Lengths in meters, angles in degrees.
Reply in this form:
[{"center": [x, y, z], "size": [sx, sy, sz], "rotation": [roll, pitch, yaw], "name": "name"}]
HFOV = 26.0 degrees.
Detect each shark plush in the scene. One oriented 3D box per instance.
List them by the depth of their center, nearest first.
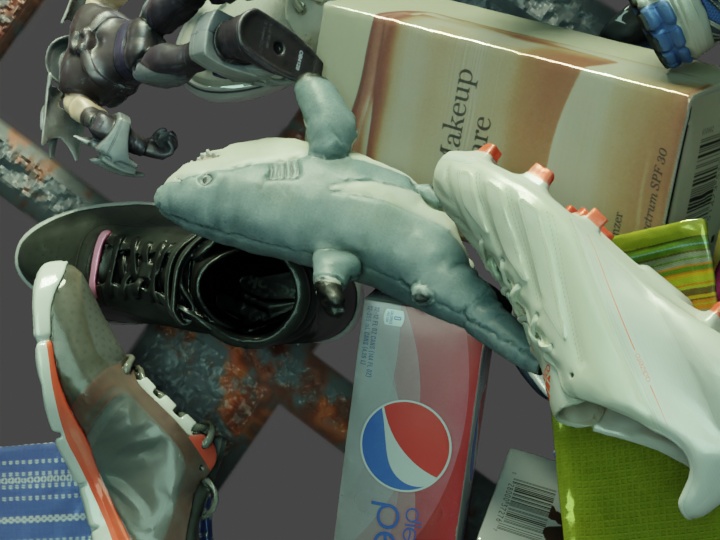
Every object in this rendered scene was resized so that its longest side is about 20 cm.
[{"center": [0.000, 0.000, 0.731], "size": [0.200, 0.091, 0.083], "rotation": [41, 48, 15], "name": "shark plush"}]

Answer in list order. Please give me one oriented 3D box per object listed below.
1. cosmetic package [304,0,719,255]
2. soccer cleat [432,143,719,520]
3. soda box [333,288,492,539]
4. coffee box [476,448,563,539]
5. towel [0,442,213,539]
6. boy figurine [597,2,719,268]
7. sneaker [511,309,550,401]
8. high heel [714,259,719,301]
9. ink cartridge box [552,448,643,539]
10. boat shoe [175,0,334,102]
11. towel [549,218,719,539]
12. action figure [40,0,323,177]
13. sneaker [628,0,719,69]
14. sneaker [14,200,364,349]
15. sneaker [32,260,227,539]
[{"center": [0.078, -0.067, 0.769], "size": [0.199, 0.087, 0.104], "rotation": [18, 111, 30], "name": "cosmetic package"}, {"center": [0.090, 0.019, 0.649], "size": [0.078, 0.069, 0.200], "rotation": [-50, 58, 0], "name": "soccer cleat"}, {"center": [0.024, 0.110, 0.787], "size": [0.063, 0.070, 0.202], "rotation": [8, 100, 8], "name": "soda box"}, {"center": [0.150, 0.178, 0.756], "size": [0.198, 0.080, 0.114], "rotation": [16, 123, 10], "name": "coffee box"}, {"center": [-0.145, 0.194, 0.856], "size": [0.143, 0.024, 0.202], "rotation": [-5, 82, 10], "name": "towel"}, {"center": [0.177, -0.037, 0.804], "size": [0.124, 0.064, 0.201], "rotation": [-35, 77, 3], "name": "boy figurine"}, {"center": [0.154, 0.062, 0.774], "size": [0.199, 0.108, 0.070], "rotation": [29, 90, 10], "name": "sneaker"}, {"center": [0.259, 0.000, 0.691], "size": [0.198, 0.096, 0.068], "rotation": [4, 111, 16], "name": "high heel"}, {"center": [0.215, 0.117, 0.686], "size": [0.197, 0.043, 0.201], "rotation": [-24, 63, -9], "name": "ink cartridge box"}, {"center": [-0.018, -0.159, 0.842], "size": [0.199, 0.070, 0.071], "rotation": [-26, 81, 6], "name": "boat shoe"}, {"center": [0.119, 0.080, 0.665], "size": [0.086, 0.018, 0.202], "rotation": [-16, 68, 36], "name": "towel"}, {"center": [-0.107, -0.118, 0.820], "size": [0.199, 0.069, 0.131], "rotation": [-8, 77, 48], "name": "action figure"}, {"center": [0.188, -0.153, 0.751], "size": [0.085, 0.200, 0.077], "rotation": [-21, 107, 27], "name": "sneaker"}, {"center": [-0.102, -0.002, 0.826], "size": [0.198, 0.099, 0.071], "rotation": [9, 88, 11], "name": "sneaker"}, {"center": [-0.113, 0.085, 0.816], "size": [0.081, 0.077, 0.202], "rotation": [-18, 96, -3], "name": "sneaker"}]
